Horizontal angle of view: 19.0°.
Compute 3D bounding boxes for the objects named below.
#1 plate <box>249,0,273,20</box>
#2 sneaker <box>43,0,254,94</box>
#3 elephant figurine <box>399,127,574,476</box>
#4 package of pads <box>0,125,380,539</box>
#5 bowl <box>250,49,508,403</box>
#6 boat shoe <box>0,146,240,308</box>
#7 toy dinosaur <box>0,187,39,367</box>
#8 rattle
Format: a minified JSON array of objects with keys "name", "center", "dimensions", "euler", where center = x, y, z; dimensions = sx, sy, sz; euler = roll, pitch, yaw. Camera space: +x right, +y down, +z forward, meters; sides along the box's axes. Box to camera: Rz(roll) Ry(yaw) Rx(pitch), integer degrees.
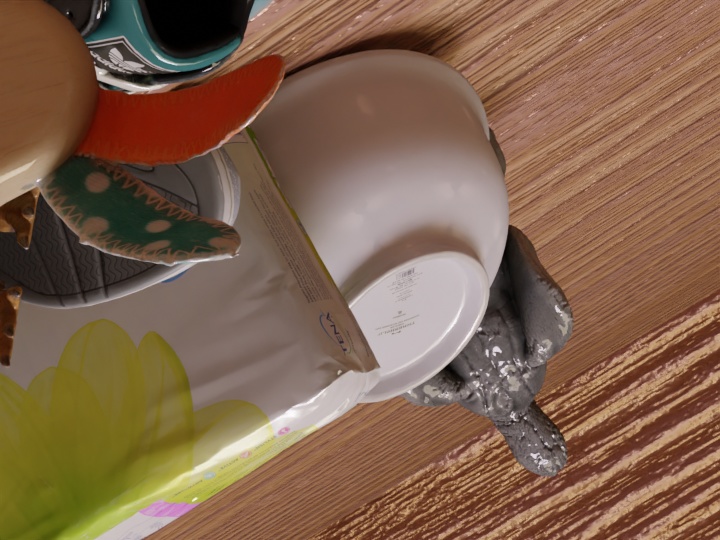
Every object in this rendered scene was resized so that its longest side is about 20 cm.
[{"name":"plate","center":[-0.076,-0.102,0.762],"dimensions":[0.199,0.026,0.200],"euler":[-28,170,-5]},{"name":"sneaker","center":[-0.085,-0.081,0.642],"dimensions":[0.071,0.080,0.200],"euler":[14,136,-44]},{"name":"elephant figurine","center":[0.062,0.021,1.214],"dimensions":[0.155,0.201,0.141],"euler":[-18,164,-47]},{"name":"package of pads","center":[-0.107,0.036,0.960],"dimensions":[0.200,0.155,0.068],"euler":[-33,168,14]},{"name":"bowl","center":[0.000,0.000,1.045],"dimensions":[0.200,0.090,0.202],"euler":[-24,142,-20]},{"name":"boat shoe","center":[-0.120,-0.026,0.763],"dimensions":[0.201,0.075,0.065],"euler":[-10,-170,36]},{"name":"toy dinosaur","center":[-0.160,-0.014,0.700],"dimensions":[0.106,0.061,0.200],"euler":[10,-168,-10]},{"name":"rattle","center":[-0.127,-0.024,0.612],"dimensions":[0.199,0.131,0.143],"euler":[-5,151,-11]}]
